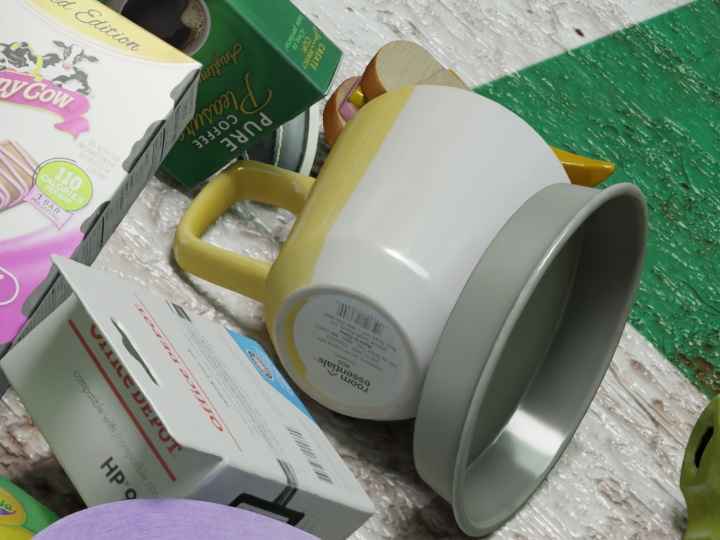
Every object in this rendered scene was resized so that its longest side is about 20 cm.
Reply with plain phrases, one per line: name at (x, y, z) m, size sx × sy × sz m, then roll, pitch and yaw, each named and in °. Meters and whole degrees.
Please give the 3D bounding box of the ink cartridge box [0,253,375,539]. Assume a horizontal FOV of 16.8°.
ink cartridge box at (-0.085, 0.073, 1.104) m, size 0.116 × 0.068 × 0.200 m, roll 53°, pitch 10°, yaw 26°

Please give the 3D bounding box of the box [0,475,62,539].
box at (-0.163, 0.156, 1.023) m, size 0.117 × 0.048 × 0.200 m, roll 35°, pitch 31°, yaw -1°

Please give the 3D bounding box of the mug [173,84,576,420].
mug at (0.008, 0.006, 1.314) m, size 0.150 × 0.186 × 0.153 m, roll 61°, pitch 37°, yaw -20°

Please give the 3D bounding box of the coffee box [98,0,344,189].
coffee box at (-0.120, -0.143, 1.317) m, size 0.200 × 0.123 × 0.044 m, roll 41°, pitch 40°, yaw -18°

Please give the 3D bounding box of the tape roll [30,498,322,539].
tape roll at (-0.057, 0.179, 0.958) m, size 0.200 × 0.066 × 0.200 m, roll 18°, pitch 31°, yaw -11°

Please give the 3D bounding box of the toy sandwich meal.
toy sandwich meal at (0.073, -0.061, 1.461) m, size 0.205 × 0.070 × 0.205 m, roll 25°, pitch 25°, yaw -13°

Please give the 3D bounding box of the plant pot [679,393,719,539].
plant pot at (0.285, 0.130, 1.344) m, size 0.184 × 0.201 × 0.201 m, roll 2°, pitch 44°, yaw -24°

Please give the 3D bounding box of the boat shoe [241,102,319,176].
boat shoe at (-0.073, -0.136, 1.419) m, size 0.062 × 0.073 × 0.200 m, roll 2°, pitch 69°, yaw -34°

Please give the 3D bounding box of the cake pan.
cake pan at (0.087, 0.041, 1.266) m, size 0.037 × 0.201 × 0.200 m, roll 25°, pitch 29°, yaw 21°

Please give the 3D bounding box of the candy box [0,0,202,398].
candy box at (-0.183, -0.045, 1.142) m, size 0.136 × 0.061 × 0.200 m, roll 30°, pitch 68°, yaw 3°
